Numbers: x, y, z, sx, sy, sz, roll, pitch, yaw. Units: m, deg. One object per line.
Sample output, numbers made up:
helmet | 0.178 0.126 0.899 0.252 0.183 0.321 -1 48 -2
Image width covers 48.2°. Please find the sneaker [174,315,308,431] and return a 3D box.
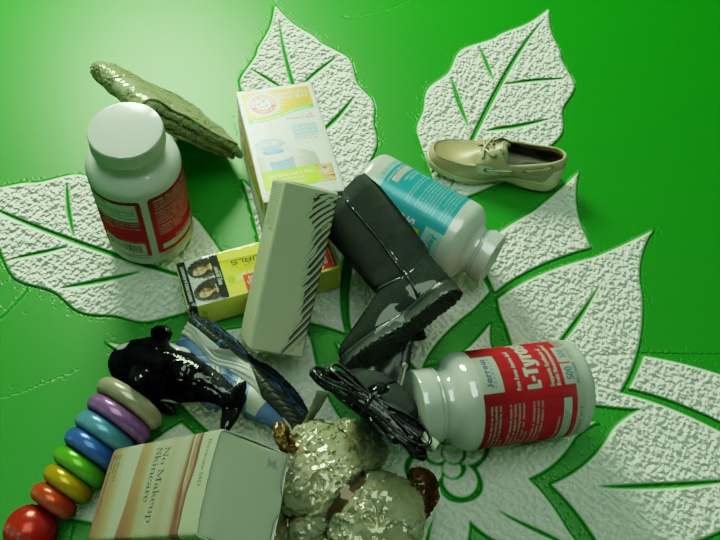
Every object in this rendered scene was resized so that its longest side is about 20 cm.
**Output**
sneaker | -0.141 0.141 0.946 0.200 0.076 0.077 39 93 14

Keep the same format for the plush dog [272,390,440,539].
plush dog | -0.011 0.234 0.822 0.171 0.161 0.200 28 58 26

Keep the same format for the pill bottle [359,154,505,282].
pill bottle | 0.087 -0.062 1.058 0.200 0.111 0.111 30 60 15

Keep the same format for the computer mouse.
computer mouse | 0.025 0.137 0.835 0.138 0.200 0.053 35 83 11

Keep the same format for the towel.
towel | -0.258 -0.217 1.092 0.148 0.200 0.037 40 102 32

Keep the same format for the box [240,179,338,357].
box | -0.087 -0.005 0.961 0.068 0.082 0.201 11 95 -18

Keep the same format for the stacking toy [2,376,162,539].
stacking toy | -0.306 0.217 0.872 0.085 0.085 0.200 28 63 13

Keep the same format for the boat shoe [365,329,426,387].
boat shoe | 0.052 0.076 0.990 0.060 0.074 0.200 16 61 6

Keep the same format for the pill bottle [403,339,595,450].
pill bottle | 0.155 0.144 0.921 0.199 0.112 0.113 -5 58 -15

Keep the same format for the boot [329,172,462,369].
boot | 0.001 0.000 0.959 0.165 0.066 0.200 -34 63 -3

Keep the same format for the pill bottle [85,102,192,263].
pill bottle | -0.274 -0.106 0.996 0.112 0.200 0.113 2 57 -3

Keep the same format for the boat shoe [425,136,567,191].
boat shoe | 0.196 -0.164 1.159 0.199 0.065 0.072 10 57 2

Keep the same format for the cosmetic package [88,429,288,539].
cosmetic package | -0.173 0.226 0.795 0.087 0.200 0.104 32 53 -35

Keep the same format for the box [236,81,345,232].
box | -0.099 -0.148 1.104 0.112 0.101 0.201 -10 59 -11

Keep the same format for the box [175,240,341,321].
box | -0.129 0.007 1.033 0.199 0.050 0.075 -14 59 -13

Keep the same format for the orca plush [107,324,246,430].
orca plush | -0.225 0.130 0.901 0.200 0.106 0.071 29 24 27
